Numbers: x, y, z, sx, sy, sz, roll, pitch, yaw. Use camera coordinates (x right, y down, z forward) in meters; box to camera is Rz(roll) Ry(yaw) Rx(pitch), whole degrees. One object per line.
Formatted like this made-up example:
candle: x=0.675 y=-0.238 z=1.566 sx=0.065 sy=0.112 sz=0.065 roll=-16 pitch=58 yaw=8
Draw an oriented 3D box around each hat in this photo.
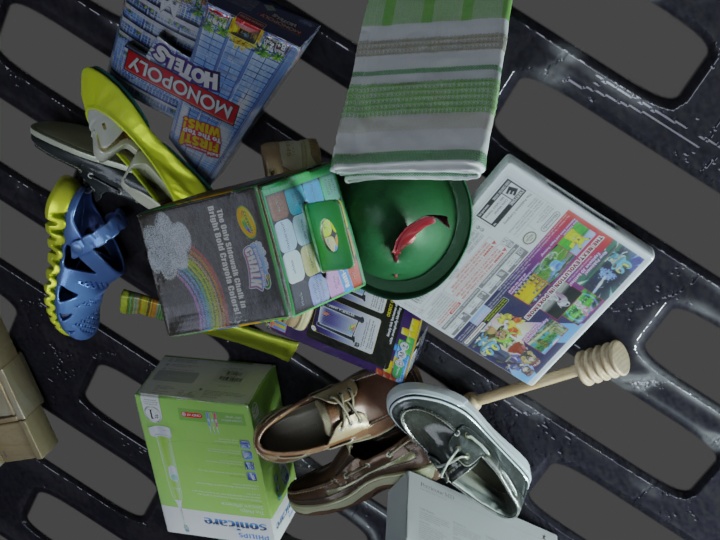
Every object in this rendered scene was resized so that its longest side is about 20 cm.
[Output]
hat: x=0.003 y=-0.042 z=1.498 sx=0.165 sy=0.176 sz=0.201 roll=41 pitch=119 yaw=10

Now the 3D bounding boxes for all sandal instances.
sandal: x=-0.302 y=-0.005 z=1.793 sx=0.086 sy=0.080 sz=0.202 roll=13 pitch=126 yaw=11

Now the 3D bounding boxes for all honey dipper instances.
honey dipper: x=0.187 y=0.117 z=1.683 sx=0.199 sy=0.038 sz=0.038 roll=-22 pitch=110 yaw=34

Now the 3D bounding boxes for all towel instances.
towel: x=0.060 y=-0.170 z=1.470 sx=0.148 sy=0.202 sz=0.031 roll=1 pitch=151 yaw=22
towel: x=-0.166 y=0.061 z=1.753 sx=0.198 sy=0.018 sz=0.086 roll=17 pitch=170 yaw=-4

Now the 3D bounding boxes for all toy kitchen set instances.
toy kitchen set: x=-0.503 y=0.172 z=1.923 sx=0.162 sy=0.181 sz=0.202 roll=-11 pitch=111 yaw=29

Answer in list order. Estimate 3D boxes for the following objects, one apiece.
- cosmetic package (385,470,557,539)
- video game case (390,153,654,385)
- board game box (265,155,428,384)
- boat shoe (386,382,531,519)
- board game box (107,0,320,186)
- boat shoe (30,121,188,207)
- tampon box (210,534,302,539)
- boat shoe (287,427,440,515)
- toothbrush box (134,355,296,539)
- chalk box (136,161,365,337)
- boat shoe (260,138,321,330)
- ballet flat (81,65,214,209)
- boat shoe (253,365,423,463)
cosmetic package: x=0.120 y=0.320 z=1.732 sx=0.199 sy=0.152 sz=0.052 roll=26 pitch=132 yaw=-17
video game case: x=0.158 y=0.003 z=1.593 sx=0.181 sy=0.023 sz=0.200 roll=31 pitch=121 yaw=-15
board game box: x=0.000 y=0.000 z=1.677 sx=0.164 sy=0.057 sz=0.201 roll=23 pitch=125 yaw=11
boat shoe: x=0.109 y=0.192 z=1.713 sx=0.199 sy=0.071 sz=0.072 roll=35 pitch=125 yaw=-21
board game box: x=-0.164 y=-0.195 z=1.622 sx=0.199 sy=0.062 sz=0.201 roll=26 pitch=126 yaw=6
boat shoe: x=-0.263 y=-0.101 z=1.716 sx=0.197 sy=0.075 sz=0.067 roll=17 pitch=114 yaw=1
tampon box: x=-0.102 y=0.409 z=1.918 sx=0.198 sy=0.150 sz=0.127 roll=14 pitch=125 yaw=15
boat shoe: x=0.001 y=0.211 z=1.804 sx=0.201 sy=0.075 sz=0.075 roll=-20 pitch=109 yaw=19
toothbrush box: x=-0.162 y=0.207 z=1.858 sx=0.144 sy=0.086 sz=0.202 roll=3 pitch=121 yaw=21
chalk box: x=-0.083 y=-0.022 z=1.486 sx=0.198 sy=0.123 sz=0.126 roll=-9 pitch=97 yaw=35
boat shoe: x=-0.075 y=-0.035 z=1.600 sx=0.064 sy=0.071 sz=0.202 roll=-2 pitch=113 yaw=-11
ballet flat: x=-0.229 y=-0.119 z=1.635 sx=0.200 sy=0.067 sz=0.067 roll=48 pitch=153 yaw=0
boat shoe: x=-0.024 y=0.157 z=1.735 sx=0.199 sy=0.072 sz=0.076 roll=-26 pitch=85 yaw=4
